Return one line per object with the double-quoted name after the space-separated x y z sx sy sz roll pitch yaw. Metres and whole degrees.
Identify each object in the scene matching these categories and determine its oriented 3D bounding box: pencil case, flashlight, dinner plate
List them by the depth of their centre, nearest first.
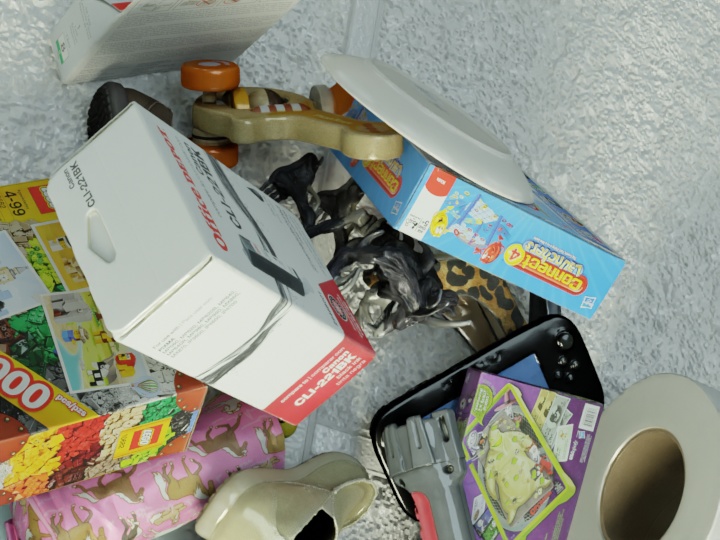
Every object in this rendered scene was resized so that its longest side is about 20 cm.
-0.148 0.148 0.934 0.198 0.087 0.083 -23 66 -34 "pencil case"
0.058 0.212 1.002 0.067 0.068 0.203 -10 74 -16 "flashlight"
0.057 -0.117 1.032 0.199 0.201 0.024 30 104 -20 "dinner plate"

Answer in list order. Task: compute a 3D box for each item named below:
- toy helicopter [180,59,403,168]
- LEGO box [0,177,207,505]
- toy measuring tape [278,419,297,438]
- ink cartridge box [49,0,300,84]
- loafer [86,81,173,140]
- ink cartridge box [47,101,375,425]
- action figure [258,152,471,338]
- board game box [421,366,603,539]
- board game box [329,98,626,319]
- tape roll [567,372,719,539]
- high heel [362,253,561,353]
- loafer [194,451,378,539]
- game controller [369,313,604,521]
-0.041 -0.114 1.033 0.131 0.198 0.080 -16 116 -46 "toy helicopter"
-0.214 0.040 0.888 0.147 0.078 0.201 -13 55 -33 "LEGO box"
-0.074 0.028 1.029 0.073 0.073 0.203 -5 77 -32 "toy measuring tape"
-0.125 -0.203 0.993 0.159 0.199 0.051 -14 81 -34 "ink cartridge box"
-0.153 -0.046 1.002 0.070 0.073 0.203 -2 76 -32 "loafer"
-0.095 0.000 0.883 0.200 0.084 0.145 33 21 -53 "ink cartridge box"
0.000 0.000 1.024 0.118 0.102 0.200 27 17 -46 "action figure"
0.114 0.189 1.067 0.119 0.032 0.203 16 90 -27 "board game box"
0.086 -0.059 1.079 0.194 0.200 0.056 24 105 -26 "board game box"
0.281 0.203 1.108 0.138 0.202 0.205 23 64 -23 "tape roll"
0.091 0.062 1.124 0.197 0.071 0.145 4 81 -26 "high heel"
-0.042 0.180 0.955 0.068 0.076 0.199 46 19 22 "loafer"
0.105 0.119 1.087 0.198 0.042 0.105 -28 94 -13 "game controller"
